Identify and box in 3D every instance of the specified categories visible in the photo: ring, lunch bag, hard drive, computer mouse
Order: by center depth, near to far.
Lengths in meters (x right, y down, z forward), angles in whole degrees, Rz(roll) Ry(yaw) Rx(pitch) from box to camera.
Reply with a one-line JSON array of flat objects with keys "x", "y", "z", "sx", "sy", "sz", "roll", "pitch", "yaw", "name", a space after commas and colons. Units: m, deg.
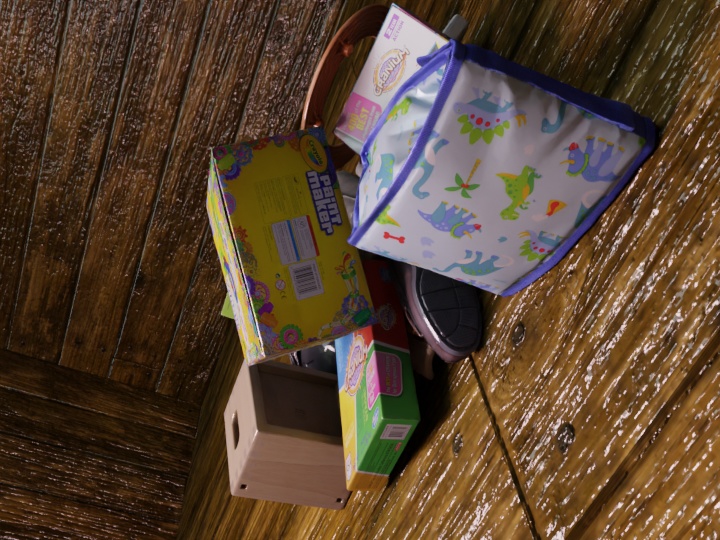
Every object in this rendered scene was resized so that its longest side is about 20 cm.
[{"x": 0.100, "y": -0.083, "z": 0.528, "sx": 0.200, "sy": 0.166, "sz": 0.131, "roll": 134, "pitch": 148, "yaw": -60, "name": "lunch bag"}, {"x": -0.004, "y": -0.205, "z": 0.784, "sx": 0.201, "sy": 0.019, "sz": 0.203, "roll": -50, "pitch": -22, "yaw": -28, "name": "ring"}, {"x": 0.066, "y": -0.223, "z": 0.871, "sx": 0.202, "sy": 0.026, "sz": 0.132, "roll": -56, "pitch": 0, "yaw": -26, "name": "hard drive"}, {"x": -0.062, "y": 0.143, "z": 1.022, "sx": 0.200, "sy": 0.052, "sz": 0.141, "roll": -43, "pitch": 68, "yaw": 51, "name": "computer mouse"}]

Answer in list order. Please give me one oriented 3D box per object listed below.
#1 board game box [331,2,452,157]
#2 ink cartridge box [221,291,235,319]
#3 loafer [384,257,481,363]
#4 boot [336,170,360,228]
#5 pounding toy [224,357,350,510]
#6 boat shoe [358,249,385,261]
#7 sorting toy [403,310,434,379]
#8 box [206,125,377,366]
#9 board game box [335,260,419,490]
[{"x": 0.075, "y": -0.156, "z": 0.694, "sx": 0.200, "sy": 0.040, "sz": 0.155, "roll": 43, "pitch": 117, "yaw": 26, "name": "board game box"}, {"x": -0.143, "y": 0.050, "z": 1.237, "sx": 0.076, "sy": 0.195, "sz": 0.152, "roll": -158, "pitch": 87, "yaw": -75, "name": "ink cartridge box"}, {"x": 0.066, "y": 0.010, "z": 0.690, "sx": 0.064, "sy": 0.070, "sz": 0.204, "roll": 115, "pitch": 144, "yaw": -48, "name": "loafer"}, {"x": -0.029, "y": -0.074, "z": 0.984, "sx": 0.181, "sy": 0.074, "sz": 0.198, "roll": -40, "pitch": 38, "yaw": -20, "name": "boot"}, {"x": -0.090, "y": 0.224, "z": 0.918, "sx": 0.145, "sy": 0.180, "sz": 0.201, "roll": -65, "pitch": 24, "yaw": 20, "name": "pounding toy"}, {"x": 0.000, "y": 0.000, "z": 0.863, "sx": 0.065, "sy": 0.071, "sz": 0.203, "roll": 46, "pitch": 128, "yaw": 33, "name": "boat shoe"}, {"x": 0.073, "y": 0.009, "z": 0.786, "sx": 0.185, "sy": 0.036, "sz": 0.206, "roll": -165, "pitch": 92, "yaw": -76, "name": "sorting toy"}, {"x": -0.086, "y": -0.015, "z": 0.726, "sx": 0.192, "sy": 0.119, "sz": 0.206, "roll": 147, "pitch": 108, "yaw": -72, "name": "box"}, {"x": 0.013, "y": 0.117, "z": 0.754, "sx": 0.155, "sy": 0.039, "sz": 0.204, "roll": 109, "pitch": 160, "yaw": -45, "name": "board game box"}]
